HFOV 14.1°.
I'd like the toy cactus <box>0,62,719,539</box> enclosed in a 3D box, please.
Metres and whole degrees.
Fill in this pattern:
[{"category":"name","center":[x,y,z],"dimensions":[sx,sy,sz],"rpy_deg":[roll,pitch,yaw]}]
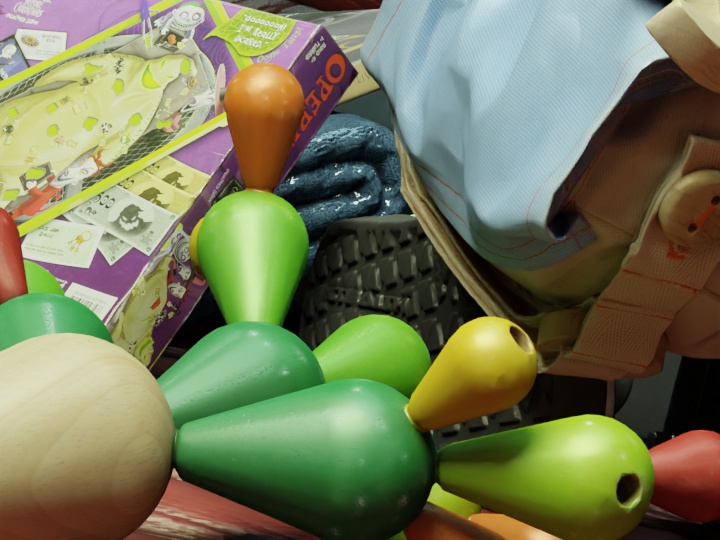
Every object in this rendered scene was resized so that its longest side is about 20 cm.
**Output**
[{"category":"toy cactus","center":[-0.033,0.024,0.622],"dimensions":[0.200,0.103,0.165],"rpy_deg":[26,23,34]}]

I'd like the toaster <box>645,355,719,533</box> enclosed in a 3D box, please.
[{"category":"toaster","center":[0.177,0.001,0.723],"dimensions":[0.118,0.181,0.200],"rpy_deg":[10,6,-24]}]

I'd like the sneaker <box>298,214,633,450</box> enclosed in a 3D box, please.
[{"category":"sneaker","center":[0.046,0.019,0.829],"dimensions":[0.083,0.072,0.200],"rpy_deg":[12,6,-19]}]

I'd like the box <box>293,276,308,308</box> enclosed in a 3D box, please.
[{"category":"box","center":[0.000,0.000,1.054],"dimensions":[0.041,0.039,0.200],"rpy_deg":[9,7,-11]}]

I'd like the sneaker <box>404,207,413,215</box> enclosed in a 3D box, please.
[{"category":"sneaker","center":[0.064,-0.022,1.037],"dimensions":[0.082,0.073,0.200],"rpy_deg":[51,-2,5]}]

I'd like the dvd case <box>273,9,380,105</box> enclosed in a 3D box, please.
[{"category":"dvd case","center":[-0.065,-0.059,1.007],"dimensions":[0.200,0.016,0.148],"rpy_deg":[-24,17,-36]}]

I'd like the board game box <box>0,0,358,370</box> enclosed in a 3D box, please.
[{"category":"board game box","center":[-0.106,-0.040,0.888],"dimensions":[0.200,0.120,0.032],"rpy_deg":[18,-19,43]}]

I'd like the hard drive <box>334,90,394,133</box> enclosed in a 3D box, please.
[{"category":"hard drive","center":[0.073,-0.041,1.167],"dimensions":[0.199,0.027,0.132],"rpy_deg":[7,-32,-6]}]

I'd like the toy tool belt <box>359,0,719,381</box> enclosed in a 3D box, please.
[{"category":"toy tool belt","center":[0.061,-0.038,0.671],"dimensions":[0.123,0.125,0.200],"rpy_deg":[34,6,-28]}]

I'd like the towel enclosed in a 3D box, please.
[{"category":"towel","center":[-0.063,-0.027,1.014],"dimensions":[0.111,0.049,0.200],"rpy_deg":[-19,14,-18]}]

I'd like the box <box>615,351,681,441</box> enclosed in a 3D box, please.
[{"category":"box","center":[0.181,0.001,0.960],"dimensions":[0.182,0.104,0.200],"rpy_deg":[16,17,27]}]
